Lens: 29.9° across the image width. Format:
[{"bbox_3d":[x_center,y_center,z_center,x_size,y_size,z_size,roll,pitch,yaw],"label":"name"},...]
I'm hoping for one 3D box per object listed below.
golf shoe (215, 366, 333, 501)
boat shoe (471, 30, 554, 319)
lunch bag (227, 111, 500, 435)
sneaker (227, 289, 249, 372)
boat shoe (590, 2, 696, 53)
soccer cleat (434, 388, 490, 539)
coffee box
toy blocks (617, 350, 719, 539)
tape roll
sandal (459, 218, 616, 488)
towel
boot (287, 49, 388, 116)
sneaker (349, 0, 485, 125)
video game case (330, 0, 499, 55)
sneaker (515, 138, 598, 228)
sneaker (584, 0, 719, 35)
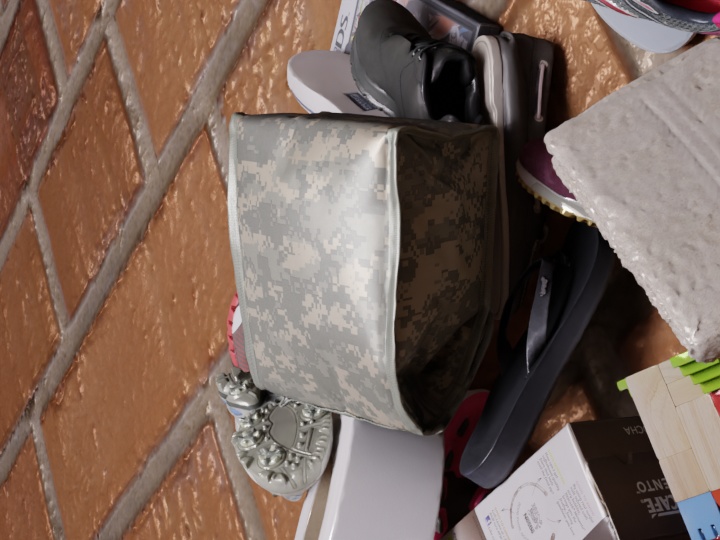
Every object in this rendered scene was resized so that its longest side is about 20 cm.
[{"bbox_3d":[-0.052,0.135,1.009,0.200,0.077,0.098,-125,15,-71],"label":"golf shoe"},{"bbox_3d":[0.114,-0.068,0.954,0.067,0.056,0.204,-168,75,-77],"label":"boat shoe"},{"bbox_3d":[0.000,0.000,0.891,0.163,0.117,0.204,10,101,44],"label":"lunch bag"},{"bbox_3d":[-0.071,0.025,1.223,0.098,0.070,0.204,34,116,55],"label":"sneaker"},{"bbox_3d":[0.160,-0.230,0.865,0.074,0.068,0.200,-43,79,34],"label":"boat shoe"},{"bbox_3d":[0.056,0.177,1.027,0.086,0.069,0.203,32,117,54],"label":"soccer cleat"},{"bbox_3d":[0.134,0.177,0.866,0.201,0.112,0.081,-53,48,44],"label":"coffee box"},{"bbox_3d":[0.239,0.094,0.733,0.199,0.099,0.138,-30,78,43],"label":"toy blocks"},{"bbox_3d":[-0.002,0.191,0.956,0.202,0.070,0.206,-164,90,-85],"label":"tape roll"},{"bbox_3d":[0.112,0.042,0.872,0.202,0.043,0.076,-62,8,-24],"label":"sandal"},{"bbox_3d":[0.191,-0.044,0.725,0.131,0.035,0.201,-29,42,4],"label":"towel"},{"bbox_3d":[-0.010,-0.104,1.088,0.200,0.072,0.092,-125,31,-53],"label":"boot"},{"bbox_3d":[0.049,-0.137,0.970,0.091,0.075,0.202,108,148,-46],"label":"sneaker"},{"bbox_3d":[0.028,-0.146,1.112,0.200,0.025,0.183,43,125,49],"label":"video game case"},{"bbox_3d":[0.181,-0.063,0.841,0.199,0.074,0.091,33,108,46],"label":"sneaker"},{"bbox_3d":[0.156,-0.191,0.792,0.198,0.074,0.082,20,114,25],"label":"sneaker"}]
